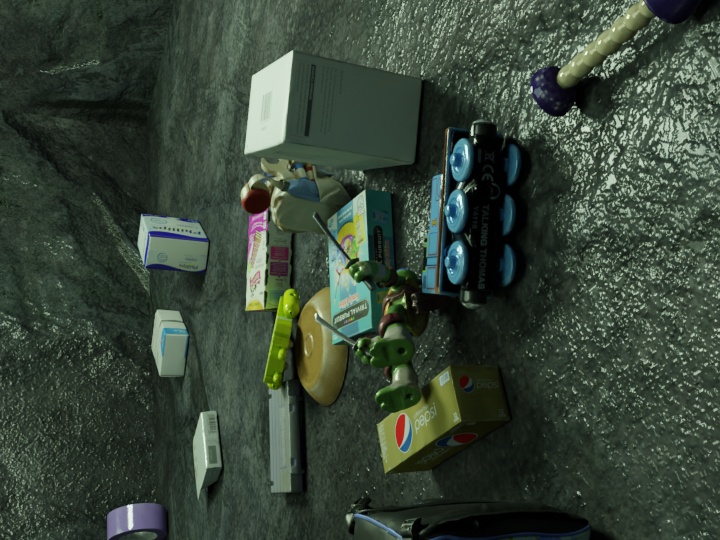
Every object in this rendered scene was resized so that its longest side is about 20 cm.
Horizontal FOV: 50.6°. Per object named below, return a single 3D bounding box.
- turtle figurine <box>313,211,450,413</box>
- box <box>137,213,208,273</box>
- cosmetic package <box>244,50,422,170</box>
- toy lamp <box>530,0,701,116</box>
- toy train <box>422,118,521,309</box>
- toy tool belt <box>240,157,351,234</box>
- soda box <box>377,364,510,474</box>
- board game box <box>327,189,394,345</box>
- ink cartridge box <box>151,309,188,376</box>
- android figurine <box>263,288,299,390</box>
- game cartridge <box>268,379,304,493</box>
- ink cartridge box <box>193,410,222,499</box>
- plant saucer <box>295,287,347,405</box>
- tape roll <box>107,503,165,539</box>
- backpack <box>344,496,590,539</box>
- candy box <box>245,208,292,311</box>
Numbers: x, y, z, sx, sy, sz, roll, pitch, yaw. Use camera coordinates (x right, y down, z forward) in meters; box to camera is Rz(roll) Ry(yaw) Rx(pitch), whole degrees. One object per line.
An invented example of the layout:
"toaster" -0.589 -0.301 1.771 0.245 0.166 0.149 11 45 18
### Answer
"turtle figurine" 0.008 0.065 0.909 0.196 0.196 0.146 -94 28 -58
"box" -0.560 -0.082 2.276 0.200 0.180 0.107 45 126 58
"cosmetic package" -0.044 -0.220 1.097 0.198 0.195 0.126 -171 88 -65
"toy lamp" 0.224 -0.206 0.660 0.200 0.057 0.060 139 130 -58
"toy train" 0.120 -0.061 0.848 0.114 0.084 0.206 180 93 -72
"toy tool belt" -0.114 -0.133 1.251 0.126 0.196 0.124 -57 39 33
"soda box" 0.091 0.179 0.896 0.200 0.066 0.065 129 138 -52
"board game box" 0.000 0.000 1.153 0.151 0.046 0.205 149 121 -62
"ink cartridge box" -0.627 0.236 2.501 0.200 0.084 0.150 -136 54 -61
"android figurine" -0.147 0.132 1.417 0.201 0.040 0.186 -98 21 -68
"game cartridge" -0.141 0.318 1.451 0.129 0.038 0.205 -28 61 58
"ink cartridge box" -0.411 0.498 2.038 0.202 0.046 0.163 113 150 -47
"plant saucer" -0.075 0.130 1.322 0.199 0.035 0.206 -176 90 -67
"tape roll" -0.751 0.859 2.564 0.201 0.195 0.087 122 143 -47
"backpack" 0.105 0.286 0.693 0.182 0.195 0.151 157 113 -66
"candy box" -0.189 -0.018 1.570 0.136 0.060 0.206 170 102 -65
